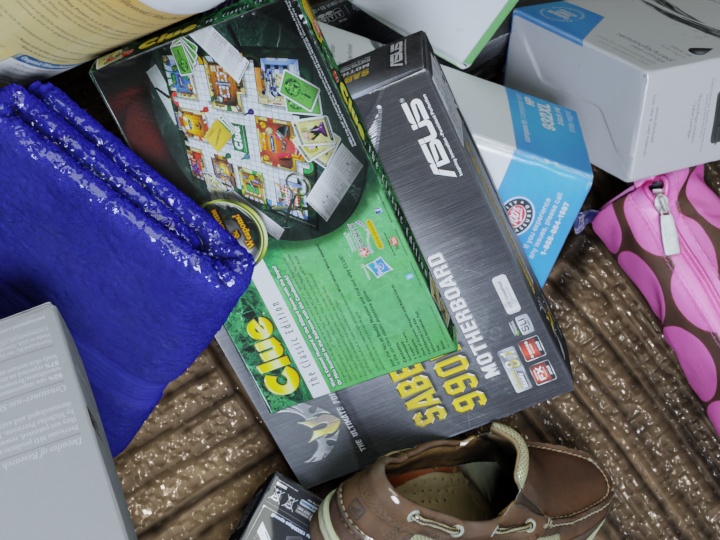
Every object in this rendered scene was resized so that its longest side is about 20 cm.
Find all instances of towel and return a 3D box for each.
[{"bbox_3d":[-0.142,0.003,0.853,0.147,0.200,0.050,36,52,-6],"label":"towel"}]

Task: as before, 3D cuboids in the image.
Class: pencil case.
[{"bbox_3d":[0.211,0.031,1.014,0.090,0.094,0.201,-31,80,-7],"label":"pencil case"}]

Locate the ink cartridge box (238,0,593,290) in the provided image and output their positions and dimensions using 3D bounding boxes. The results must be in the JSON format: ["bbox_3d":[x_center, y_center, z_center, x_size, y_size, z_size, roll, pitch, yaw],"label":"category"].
[{"bbox_3d":[0.003,-0.039,0.938,0.198,0.146,0.084,18,30,-11],"label":"ink cartridge box"}]

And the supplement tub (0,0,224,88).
[{"bbox_3d":[-0.131,-0.170,0.794,0.144,0.198,0.146,30,52,-48],"label":"supplement tub"}]

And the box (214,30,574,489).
[{"bbox_3d":[0.000,0.000,0.883,0.157,0.049,0.201,-21,119,11],"label":"box"}]

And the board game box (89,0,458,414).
[{"bbox_3d":[-0.037,-0.029,0.824,0.104,0.201,0.024,-19,29,11],"label":"board game box"}]

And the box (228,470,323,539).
[{"bbox_3d":[0.000,0.223,0.896,0.199,0.050,0.159,31,64,-4],"label":"box"}]

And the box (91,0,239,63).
[{"bbox_3d":[-0.076,-0.210,0.984,0.104,0.148,0.200,41,64,1],"label":"box"}]

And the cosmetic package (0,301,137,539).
[{"bbox_3d":[-0.137,0.131,0.774,0.089,0.107,0.202,-21,66,-9],"label":"cosmetic package"}]

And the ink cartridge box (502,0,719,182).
[{"bbox_3d":[0.195,-0.119,1.033,0.198,0.069,0.116,-14,33,-35],"label":"ink cartridge box"}]

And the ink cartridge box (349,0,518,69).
[{"bbox_3d":[0.074,-0.234,0.954,0.084,0.146,0.201,27,43,-12],"label":"ink cartridge box"}]

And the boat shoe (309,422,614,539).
[{"bbox_3d":[0.070,0.117,0.912,0.201,0.075,0.075,-7,51,-43],"label":"boat shoe"}]

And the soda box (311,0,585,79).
[{"bbox_3d":[0.036,-0.138,1.035,0.199,0.071,0.064,-25,77,-25],"label":"soda box"}]
